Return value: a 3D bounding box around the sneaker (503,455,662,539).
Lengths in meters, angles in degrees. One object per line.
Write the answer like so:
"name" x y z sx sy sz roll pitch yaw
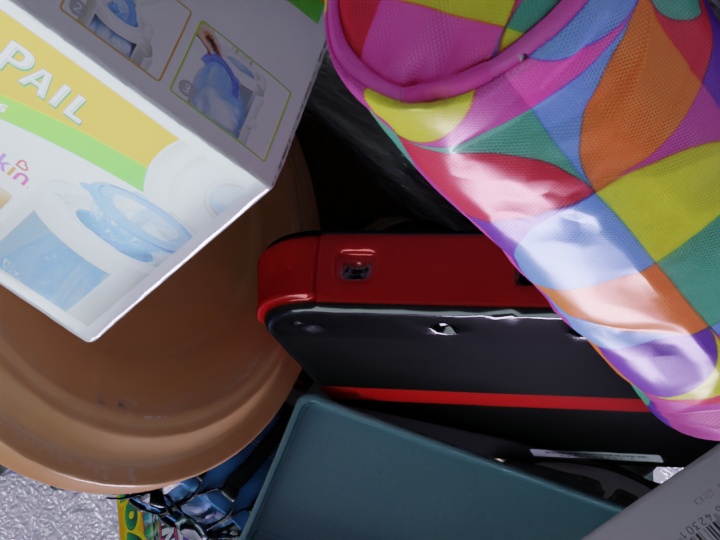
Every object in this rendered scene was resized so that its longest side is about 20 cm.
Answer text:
"sneaker" 0.128 0.128 0.828 0.199 0.075 0.085 32 -163 -25

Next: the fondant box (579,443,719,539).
"fondant box" 0.137 0.132 0.676 0.058 0.144 0.201 49 161 30

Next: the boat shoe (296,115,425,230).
"boat shoe" -0.002 0.002 0.844 0.200 0.073 0.063 42 167 -30

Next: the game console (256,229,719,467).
"game console" 0.073 0.033 0.686 0.198 0.031 0.177 1 158 20

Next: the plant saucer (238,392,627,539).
"plant saucer" 0.053 0.108 0.747 0.198 0.070 0.019 21 -167 -14

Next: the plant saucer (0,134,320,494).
"plant saucer" -0.090 -0.022 0.680 0.200 0.202 0.032 37 144 -28

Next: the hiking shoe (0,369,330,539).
"hiking shoe" -0.059 0.077 0.752 0.199 0.088 0.074 2 157 -39

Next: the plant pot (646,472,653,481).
"plant pot" 0.058 0.122 0.967 0.199 0.162 0.201 30 169 7

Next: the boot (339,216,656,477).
"boot" 0.094 0.043 0.779 0.199 0.078 0.138 29 161 -34

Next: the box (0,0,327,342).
"box" -0.120 -0.090 0.573 0.199 0.102 0.112 35 135 -18

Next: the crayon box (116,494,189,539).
"crayon box" -0.059 0.116 0.867 0.058 0.202 0.118 7 156 -35

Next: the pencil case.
"pencil case" 0.068 -0.032 0.480 0.088 0.089 0.200 22 164 41
